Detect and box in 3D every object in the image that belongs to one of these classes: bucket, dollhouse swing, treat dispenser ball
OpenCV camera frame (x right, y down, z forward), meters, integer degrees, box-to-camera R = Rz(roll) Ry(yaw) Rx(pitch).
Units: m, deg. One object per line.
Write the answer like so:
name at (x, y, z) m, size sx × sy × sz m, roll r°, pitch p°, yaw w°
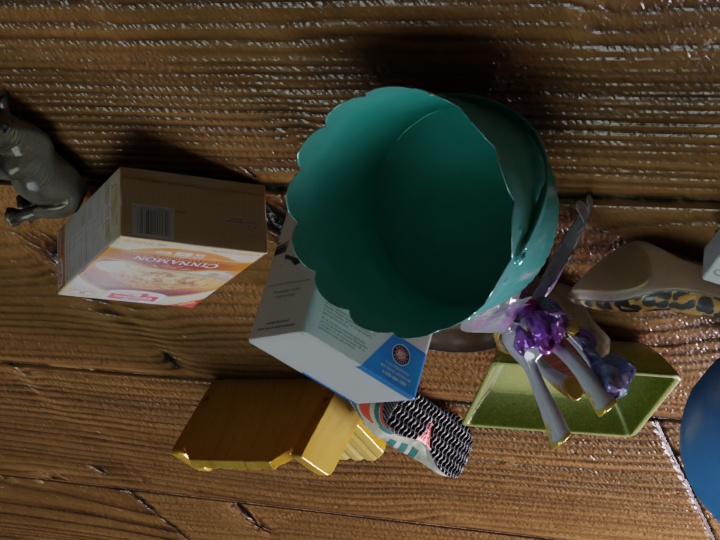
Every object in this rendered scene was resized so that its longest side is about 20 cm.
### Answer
bucket at (0.058, -0.050, 1.383) m, size 0.206 × 0.209 × 0.135 m, roll 1°, pitch -175°, yaw 27°
dollhouse swing at (-0.092, 0.233, 2.138) m, size 0.199 × 0.182 × 0.177 m, roll -2°, pitch 130°, yaw 31°
treat dispenser ball at (0.412, 0.166, 1.655) m, size 0.199 × 0.202 × 0.201 m, roll 12°, pitch 155°, yaw 6°

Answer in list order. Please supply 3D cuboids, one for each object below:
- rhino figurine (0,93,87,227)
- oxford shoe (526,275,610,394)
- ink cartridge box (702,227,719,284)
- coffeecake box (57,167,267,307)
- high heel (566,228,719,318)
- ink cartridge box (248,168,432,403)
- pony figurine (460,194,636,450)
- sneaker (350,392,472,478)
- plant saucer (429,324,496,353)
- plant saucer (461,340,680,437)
rhino figurine at (-0.337, -0.110, 1.662) m, size 0.087 × 0.060 × 0.200 m, roll -14°, pitch 147°, yaw 13°
oxford shoe at (0.170, 0.032, 1.678) m, size 0.200 × 0.074 × 0.071 m, roll 47°, pitch 143°, yaw -18°
ink cartridge box at (0.370, -0.044, 1.409) m, size 0.099 × 0.039 × 0.200 m, roll 18°, pitch 145°, yaw -8°
coffeecake box at (-0.202, -0.029, 1.698) m, size 0.152 × 0.074 × 0.200 m, roll 6°, pitch 161°, yaw -26°
high heel at (0.304, 0.031, 1.583) m, size 0.199 × 0.072 × 0.143 m, roll -17°, pitch 135°, yaw 35°
ink cartridge box at (0.000, 0.000, 1.542) m, size 0.146 × 0.201 × 0.084 m, roll 33°, pitch 152°, yaw -34°
pony figurine at (0.161, 0.047, 1.547) m, size 0.200 × 0.166 × 0.193 m, roll 51°, pitch 151°, yaw 6°
sneaker at (0.059, 0.188, 2.083) m, size 0.093 × 0.071 × 0.200 m, roll 17°, pitch 165°, yaw 43°
plant saucer at (0.065, 0.029, 1.767) m, size 0.198 × 0.032 × 0.201 m, roll 12°, pitch 156°, yaw 5°
plant saucer at (0.221, 0.119, 1.819) m, size 0.198 × 0.048 × 0.200 m, roll 4°, pitch 156°, yaw -5°
